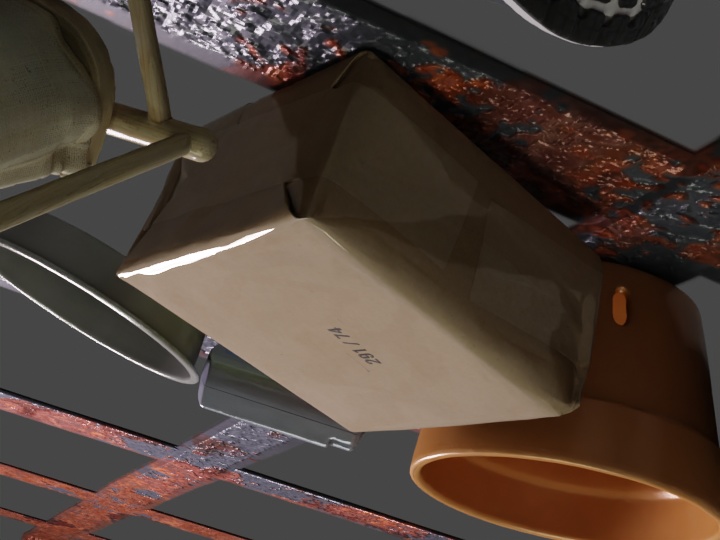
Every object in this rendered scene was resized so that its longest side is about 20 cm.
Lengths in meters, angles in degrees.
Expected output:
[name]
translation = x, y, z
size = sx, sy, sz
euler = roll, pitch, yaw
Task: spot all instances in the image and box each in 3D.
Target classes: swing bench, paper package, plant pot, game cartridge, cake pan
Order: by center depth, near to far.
[swing bench]
translation = -0.197, -0.080, 0.462
size = 0.198, 0.131, 0.199
euler = 0, -163, 26
[paper package]
translation = 0.000, 0.000, 0.658
size = 0.199, 0.104, 0.190
euler = 37, 149, -29
[plant pot]
translation = 0.141, 0.085, 0.758
size = 0.198, 0.141, 0.200
euler = 12, 157, 5
[cake pan]
translation = -0.196, 0.016, 0.864
size = 0.199, 0.037, 0.201
euler = 28, 163, 9
[game cartridge]
translation = -0.051, 0.089, 0.908
size = 0.132, 0.041, 0.200
euler = 13, -176, 7

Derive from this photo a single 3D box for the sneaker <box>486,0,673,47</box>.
[sneaker]
translation = 0.033, -0.135, 0.416
size = 0.198, 0.074, 0.081
euler = 13, -161, -27
